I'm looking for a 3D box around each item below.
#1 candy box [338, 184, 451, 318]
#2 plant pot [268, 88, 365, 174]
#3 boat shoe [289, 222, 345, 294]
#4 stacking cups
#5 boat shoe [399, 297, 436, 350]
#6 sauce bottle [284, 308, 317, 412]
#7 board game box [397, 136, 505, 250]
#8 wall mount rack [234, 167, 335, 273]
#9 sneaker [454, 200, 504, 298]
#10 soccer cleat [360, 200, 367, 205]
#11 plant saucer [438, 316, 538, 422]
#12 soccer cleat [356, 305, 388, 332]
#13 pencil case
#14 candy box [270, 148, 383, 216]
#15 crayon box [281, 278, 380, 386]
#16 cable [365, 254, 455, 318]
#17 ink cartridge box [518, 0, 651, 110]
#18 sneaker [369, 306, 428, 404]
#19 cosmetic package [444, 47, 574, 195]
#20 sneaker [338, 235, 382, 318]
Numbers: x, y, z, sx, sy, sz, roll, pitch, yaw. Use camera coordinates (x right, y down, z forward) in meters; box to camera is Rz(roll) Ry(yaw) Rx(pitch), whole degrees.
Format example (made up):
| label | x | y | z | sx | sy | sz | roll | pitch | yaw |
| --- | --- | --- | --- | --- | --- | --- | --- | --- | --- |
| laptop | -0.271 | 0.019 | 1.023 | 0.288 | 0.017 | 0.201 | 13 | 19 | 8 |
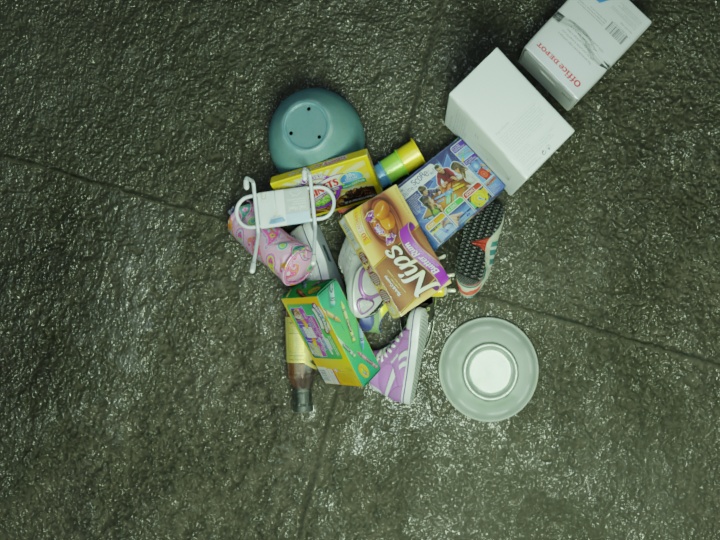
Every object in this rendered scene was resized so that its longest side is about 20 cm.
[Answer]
| label | x | y | z | sx | sy | sz | roll | pitch | yaw |
| --- | --- | --- | --- | --- | --- | --- | --- | --- | --- |
| candy box | 0.060 | -0.032 | 1.183 | 0.115 | 0.056 | 0.203 | -30 | 89 | -16 |
| plant pot | -0.094 | -0.264 | 1.293 | 0.195 | 0.135 | 0.206 | 0 | 88 | 6 |
| boat shoe | -0.085 | 0.001 | 1.316 | 0.064 | 0.073 | 0.204 | -27 | 68 | 17 |
| stacking cups | 0.034 | -0.180 | 1.323 | 0.198 | 0.060 | 0.061 | -33 | 86 | 9 |
| boat shoe | 0.112 | 0.060 | 1.301 | 0.070 | 0.061 | 0.207 | 3 | 89 | 5 |
| sauce bottle | -0.116 | 0.175 | 1.320 | 0.064 | 0.066 | 0.206 | -2 | 91 | 5 |
| board game box | 0.162 | -0.147 | 1.263 | 0.199 | 0.035 | 0.136 | -38 | 80 | -22 |
| wall mount rack | -0.143 | -0.089 | 1.216 | 0.195 | 0.075 | 0.179 | -7 | 88 | 9 |
| sneaker | 0.227 | -0.039 | 1.294 | 0.069 | 0.094 | 0.203 | 14 | 63 | 14 |
| soccer cleat | 0.093 | -0.127 | 1.296 | 0.195 | 0.084 | 0.066 | -12 | 87 | 5 |
| plant saucer | 0.249 | 0.193 | 1.291 | 0.195 | 0.050 | 0.206 | 0 | 88 | 6 |
| soccer cleat | 0.045 | 0.024 | 1.310 | 0.082 | 0.065 | 0.204 | 24 | 87 | -20 |
| pencil case | -0.174 | -0.055 | 1.289 | 0.199 | 0.087 | 0.088 | 39 | 93 | 32 |
| candy box | -0.063 | -0.158 | 1.269 | 0.195 | 0.027 | 0.103 | -14 | 129 | 14 |
| crayon box | -0.056 | 0.118 | 1.254 | 0.058 | 0.117 | 0.203 | -39 | 111 | -36 |
| cable | 0.076 | 0.021 | 1.244 | 0.195 | 0.050 | 0.099 | -17 | 88 | -4 |
| ink cartridge box | 0.422 | -0.434 | 1.274 | 0.145 | 0.084 | 0.200 | 45 | 92 | 5 |
| sneaker | 0.062 | 0.154 | 1.274 | 0.112 | 0.073 | 0.205 | 17 | 112 | 18 |
| cosmetic package | 0.263 | -0.265 | 1.226 | 0.123 | 0.199 | 0.200 | -44 | 86 | 2 |
| sneaker | 0.000 | 0.000 | 1.249 | 0.074 | 0.099 | 0.204 | 24 | 56 | -30 |
